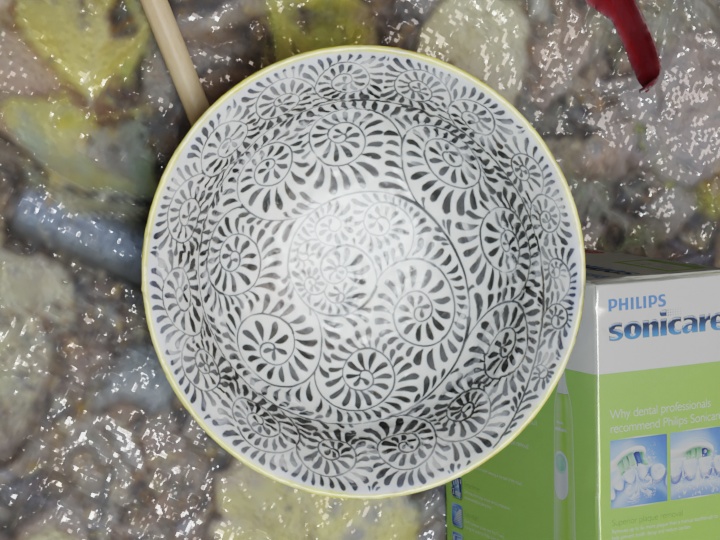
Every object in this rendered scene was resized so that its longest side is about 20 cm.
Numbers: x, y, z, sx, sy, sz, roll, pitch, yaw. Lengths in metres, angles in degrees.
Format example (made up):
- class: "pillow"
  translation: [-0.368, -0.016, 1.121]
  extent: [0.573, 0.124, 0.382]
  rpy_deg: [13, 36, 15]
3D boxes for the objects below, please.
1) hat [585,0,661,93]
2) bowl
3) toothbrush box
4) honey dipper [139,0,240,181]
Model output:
- class: "hat"
  translation: [0.118, -0.207, 0.991]
  extent: [0.165, 0.176, 0.201]
  rpy_deg: [-26, 106, -22]
- class: "bowl"
  translation: [0.000, 0.000, 0.985]
  extent: [0.199, 0.094, 0.203]
  rpy_deg: [0, 92, -2]
- class: "toothbrush box"
  translation: [0.110, 0.095, 1.036]
  extent: [0.085, 0.145, 0.202]
  rpy_deg: [-6, 97, -26]
- class: "honey dipper"
  translation: [-0.097, -0.131, 0.971]
  extent: [0.038, 0.038, 0.201]
  rpy_deg: [-28, 108, -22]
